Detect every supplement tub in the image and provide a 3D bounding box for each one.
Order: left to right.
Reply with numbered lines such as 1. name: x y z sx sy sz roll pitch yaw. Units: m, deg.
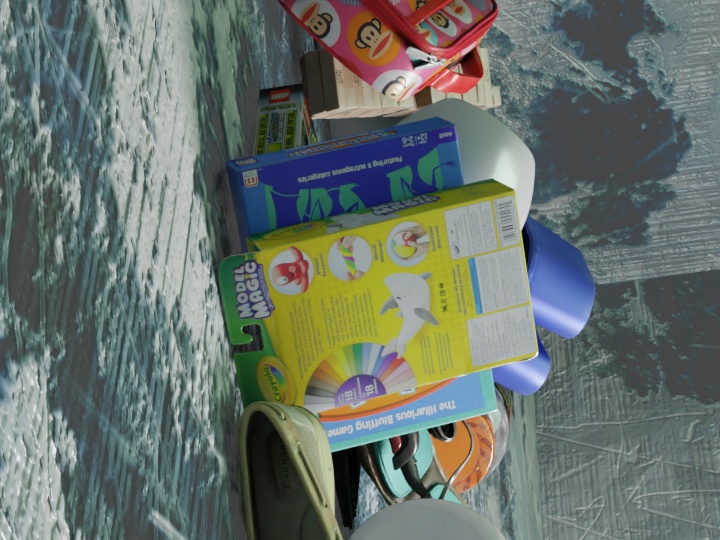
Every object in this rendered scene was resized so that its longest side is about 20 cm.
1. supplement tub: 0.063 0.282 1.537 0.201 0.144 0.146 71 15 -54
2. supplement tub: 0.084 0.133 1.897 0.200 0.121 0.124 -69 151 -73

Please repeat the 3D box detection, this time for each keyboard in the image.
1. keyboard: -0.010 0.105 1.627 0.201 0.020 0.128 -86 166 -57

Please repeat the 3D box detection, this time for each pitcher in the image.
1. pitcher: 0.022 -0.034 1.390 0.201 0.121 0.172 -54 130 -11

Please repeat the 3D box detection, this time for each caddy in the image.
1. caddy: 0.134 0.023 1.842 0.142 0.105 0.200 -55 -165 16

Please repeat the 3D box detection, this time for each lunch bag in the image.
1. lunch bag: 0.031 -0.212 1.607 0.176 0.082 0.200 45 27 0

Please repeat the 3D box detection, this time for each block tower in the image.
1. block tower: 0.033 -0.162 1.694 0.199 0.054 0.058 -4 86 -45

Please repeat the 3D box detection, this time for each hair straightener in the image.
1. hair straightener: 0.044 0.083 1.510 0.041 0.076 0.202 -55 131 -79

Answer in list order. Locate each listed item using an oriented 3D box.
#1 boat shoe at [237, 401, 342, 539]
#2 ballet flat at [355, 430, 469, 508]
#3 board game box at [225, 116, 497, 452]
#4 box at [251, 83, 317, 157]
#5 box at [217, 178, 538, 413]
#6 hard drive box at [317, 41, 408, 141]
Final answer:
1. boat shoe: -0.038 0.180 1.204 0.063 0.073 0.203 25 55 -72
2. ballet flat: 0.034 0.168 1.601 0.070 0.065 0.201 -44 121 -29
3. board game box: 0.002 0.012 1.320 0.045 0.151 0.202 -143 -139 -71
4. box: -0.041 -0.024 1.470 0.111 0.034 0.201 -87 167 -50
5. box: 0.009 0.021 1.275 0.048 0.198 0.118 -146 -136 -69
6. hard drive box: 0.014 -0.143 1.816 0.156 0.076 0.202 11 71 -82
